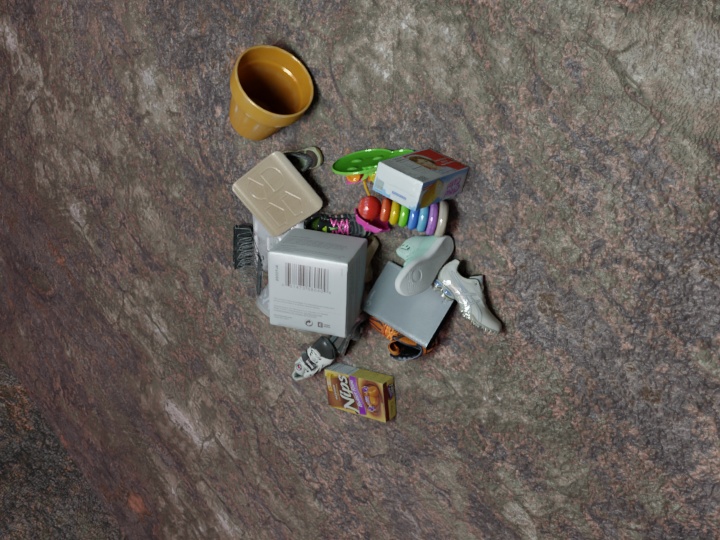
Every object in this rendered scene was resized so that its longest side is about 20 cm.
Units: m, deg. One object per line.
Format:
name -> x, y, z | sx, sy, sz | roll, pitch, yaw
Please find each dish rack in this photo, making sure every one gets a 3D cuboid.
dish rack -> -0.313, -0.021, 1.940 | 0.200, 0.054, 0.154 | -118, 28, -46

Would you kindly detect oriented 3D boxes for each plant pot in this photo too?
plant pot -> -0.243, -0.423, 1.726 | 0.201, 0.200, 0.183 | 59, 146, 5

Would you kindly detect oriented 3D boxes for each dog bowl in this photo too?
dog bowl -> -0.175, 0.090, 1.848 | 0.200, 0.200, 0.059 | 32, 109, 25

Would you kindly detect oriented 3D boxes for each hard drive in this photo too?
hard drive -> 0.115, 0.081, 1.672 | 0.200, 0.033, 0.140 | 30, 87, 27

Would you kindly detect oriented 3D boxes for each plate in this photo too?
plate -> -0.234, -0.075, 1.936 | 0.200, 0.032, 0.200 | 16, 116, 34

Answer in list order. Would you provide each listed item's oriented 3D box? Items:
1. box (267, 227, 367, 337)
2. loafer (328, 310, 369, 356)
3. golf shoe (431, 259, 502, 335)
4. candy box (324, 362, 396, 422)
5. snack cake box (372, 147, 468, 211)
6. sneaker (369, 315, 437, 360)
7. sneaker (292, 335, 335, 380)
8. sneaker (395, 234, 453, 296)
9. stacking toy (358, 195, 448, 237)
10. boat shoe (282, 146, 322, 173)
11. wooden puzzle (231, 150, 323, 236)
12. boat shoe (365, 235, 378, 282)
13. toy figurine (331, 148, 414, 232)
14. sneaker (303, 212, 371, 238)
box -> -0.101, 0.025, 1.663 | 0.198, 0.171, 0.201 | 9, 116, 13
loafer -> -0.018, 0.163, 1.821 | 0.063, 0.072, 0.200 | 53, 144, 9
golf shoe -> 0.258, 0.059, 1.570 | 0.200, 0.078, 0.097 | 41, 99, 1
candy box -> -0.002, 0.330, 1.884 | 0.200, 0.056, 0.117 | 8, 111, 38
snack cake box -> 0.132, -0.200, 1.490 | 0.115, 0.200, 0.067 | 30, 123, 27
sneaker -> 0.084, 0.157, 1.714 | 0.200, 0.112, 0.078 | 20, 117, 33
sneaker -> -0.134, 0.253, 1.909 | 0.074, 0.088, 0.200 | 51, 142, 16
sneaker -> 0.116, -0.011, 1.584 | 0.118, 0.200, 0.074 | 4, 127, 45
stacking toy -> 0.094, -0.130, 1.560 | 0.199, 0.085, 0.086 | 8, 116, -2
boat shoe -> -0.189, -0.277, 1.804 | 0.200, 0.066, 0.072 | -7, 102, 39
wooden puzzle -> -0.214, -0.201, 1.806 | 0.200, 0.046, 0.185 | -29, 109, 38
boat shoe -> 0.000, 0.000, 1.762 | 0.065, 0.072, 0.200 | 26, 115, -13
toy figurine -> 0.048, -0.179, 1.639 | 0.199, 0.150, 0.185 | -6, 118, 15
sneaker -> -0.065, -0.109, 1.751 | 0.200, 0.087, 0.074 | 9, 108, 36
